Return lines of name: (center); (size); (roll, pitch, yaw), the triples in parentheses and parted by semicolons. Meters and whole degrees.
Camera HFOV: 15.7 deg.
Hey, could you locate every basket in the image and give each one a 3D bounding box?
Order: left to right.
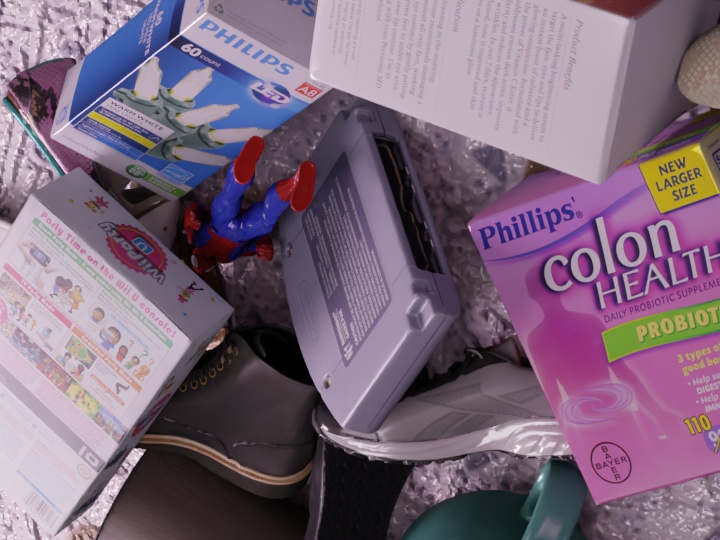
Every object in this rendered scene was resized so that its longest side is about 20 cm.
basket: (-0.080, 0.226, 1.846); (0.200, 0.136, 0.181); (27, 97, 13)

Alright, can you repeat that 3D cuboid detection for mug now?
mug: (0.083, 0.225, 1.722); (0.151, 0.114, 0.186); (-5, 113, 11)

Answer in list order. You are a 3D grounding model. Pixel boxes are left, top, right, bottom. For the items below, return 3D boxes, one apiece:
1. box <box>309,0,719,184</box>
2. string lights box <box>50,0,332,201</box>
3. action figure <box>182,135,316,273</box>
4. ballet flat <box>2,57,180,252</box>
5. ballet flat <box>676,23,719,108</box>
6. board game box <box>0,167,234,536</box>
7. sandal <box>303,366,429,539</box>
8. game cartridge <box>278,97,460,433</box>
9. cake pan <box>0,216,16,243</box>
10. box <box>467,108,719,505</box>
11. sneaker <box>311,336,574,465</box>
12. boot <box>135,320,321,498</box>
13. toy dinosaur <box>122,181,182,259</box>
box: (0.095, -0.153, 1.552); (0.199, 0.152, 0.107); (21, 121, 22)
string lights box: (-0.105, -0.125, 1.680); (0.103, 0.059, 0.200); (27, 146, -24)
action figure: (-0.083, -0.033, 1.742); (0.065, 0.052, 0.200); (21, 162, -10)
ballet flat: (-0.168, -0.055, 1.776); (0.071, 0.069, 0.200); (-30, 102, -3)
ballet flat: (0.273, -0.137, 1.484); (0.199, 0.062, 0.068); (-8, 64, 18)
board game box: (-0.197, 0.056, 1.748); (0.147, 0.064, 0.200); (42, 122, 8)
sandal: (-0.008, 0.146, 1.770); (0.048, 0.075, 0.201); (13, 86, 64)
game cartridge: (0.000, 0.000, 1.685); (0.133, 0.041, 0.200); (-52, 39, 34)
cake pan: (-0.261, 0.046, 1.935); (0.200, 0.037, 0.201); (13, 117, 27)
box: (0.194, 0.020, 1.603); (0.176, 0.097, 0.201); (-19, 99, 36)
sneaker: (0.067, 0.084, 1.707); (0.199, 0.074, 0.080); (-4, 97, 4)
boot: (-0.114, 0.065, 1.780); (0.199, 0.078, 0.139); (19, 141, 0)
toy dinosaur: (-0.163, -0.046, 1.830); (0.088, 0.047, 0.201); (8, 113, 13)
